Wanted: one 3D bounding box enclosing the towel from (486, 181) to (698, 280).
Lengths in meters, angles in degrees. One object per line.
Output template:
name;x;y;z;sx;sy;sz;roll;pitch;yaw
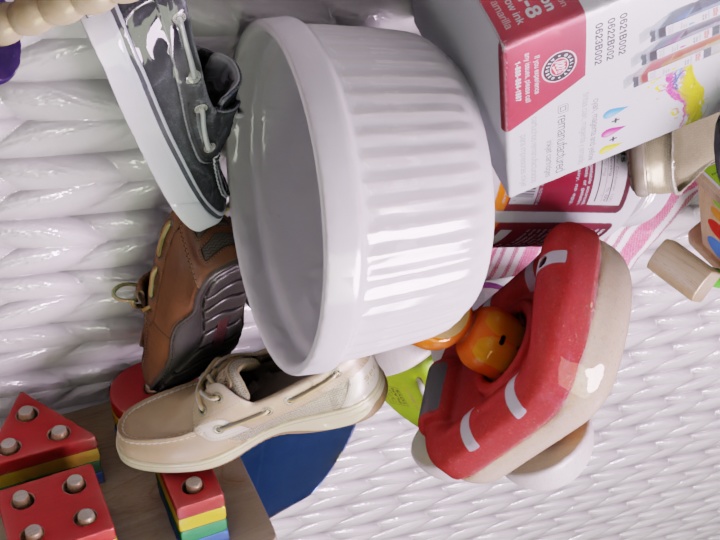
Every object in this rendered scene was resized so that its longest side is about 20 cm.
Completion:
towel;0.190;-0.039;1.068;0.199;0.030;0.146;-2;145;-33

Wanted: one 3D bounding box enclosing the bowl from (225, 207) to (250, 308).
bowl;0.000;0.000;0.934;0.200;0.094;0.201;-17;149;-10

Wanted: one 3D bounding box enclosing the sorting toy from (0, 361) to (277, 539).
sorting toy;-0.187;0.150;0.962;0.199;0.199;0.070;-15;127;-16

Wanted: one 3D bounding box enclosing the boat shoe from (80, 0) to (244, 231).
boat shoe;-0.098;-0.096;0.742;0.068;0.072;0.200;-21;143;-2

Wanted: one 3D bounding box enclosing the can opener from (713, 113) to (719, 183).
can opener;0.261;-0.105;0.695;0.063;0.079;0.200;10;127;-36

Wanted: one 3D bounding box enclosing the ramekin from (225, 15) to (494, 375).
ramekin;-0.003;-0.046;0.746;0.105;0.201;0.200;-8;147;-19

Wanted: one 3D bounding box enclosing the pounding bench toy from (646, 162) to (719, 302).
pounding bench toy;0.318;-0.026;1.039;0.200;0.124;0.156;-37;150;-4

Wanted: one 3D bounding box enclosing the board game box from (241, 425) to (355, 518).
board game box;-0.068;0.166;1.046;0.200;0.158;0.039;-33;114;20

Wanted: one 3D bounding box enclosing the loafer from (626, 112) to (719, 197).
loafer;0.232;-0.111;0.858;0.200;0.068;0.076;-45;131;-43

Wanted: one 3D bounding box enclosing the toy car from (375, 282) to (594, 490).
toy car;0.104;0.073;1.053;0.199;0.150;0.175;-3;128;44

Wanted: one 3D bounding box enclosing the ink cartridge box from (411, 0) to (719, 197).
ink cartridge box;0.141;-0.165;0.714;0.199;0.145;0.145;-23;151;-4

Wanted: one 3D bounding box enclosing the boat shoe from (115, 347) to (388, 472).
boat shoe;-0.084;0.085;0.902;0.199;0.072;0.065;-14;132;12

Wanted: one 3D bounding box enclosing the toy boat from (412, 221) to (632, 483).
toy boat;0.081;0.042;0.838;0.130;0.131;0.200;27;139;-15

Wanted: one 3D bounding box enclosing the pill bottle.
pill bottle;0.117;-0.071;0.876;0.199;0.113;0.113;-1;144;-39

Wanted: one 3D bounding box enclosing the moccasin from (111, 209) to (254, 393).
moccasin;-0.125;0.021;0.906;0.073;0.078;0.202;-28;159;-24

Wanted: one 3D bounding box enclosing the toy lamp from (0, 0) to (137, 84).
toy lamp;-0.138;-0.130;0.624;0.199;0.058;0.058;-12;154;20
